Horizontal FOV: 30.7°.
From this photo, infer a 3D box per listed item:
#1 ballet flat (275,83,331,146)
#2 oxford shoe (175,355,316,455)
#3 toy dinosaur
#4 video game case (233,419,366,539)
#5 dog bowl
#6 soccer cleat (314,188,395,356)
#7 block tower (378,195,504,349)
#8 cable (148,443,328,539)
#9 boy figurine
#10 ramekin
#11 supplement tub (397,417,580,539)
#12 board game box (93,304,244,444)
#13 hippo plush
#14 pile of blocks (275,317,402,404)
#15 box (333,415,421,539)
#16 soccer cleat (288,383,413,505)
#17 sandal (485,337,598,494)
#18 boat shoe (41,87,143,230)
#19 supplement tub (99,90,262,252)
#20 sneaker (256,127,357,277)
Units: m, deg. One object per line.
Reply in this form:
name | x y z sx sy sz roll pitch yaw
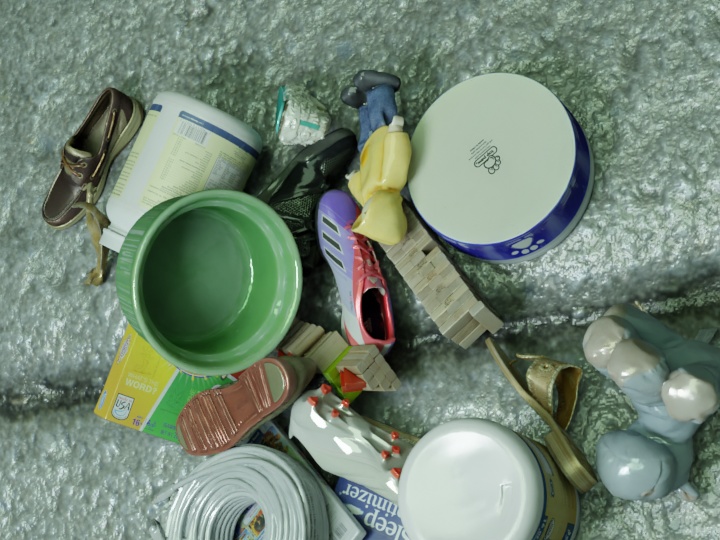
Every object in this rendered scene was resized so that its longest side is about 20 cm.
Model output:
ballet flat | -0.068 -0.176 1.538 0.071 0.200 0.073 -1 105 -4
oxford shoe | -0.126 0.152 1.452 0.199 0.074 0.071 -29 79 36
toy dinosaur | -0.319 -0.055 1.619 0.058 0.201 0.102 2 58 -6
video game case | -0.095 0.278 1.470 0.144 0.018 0.200 -52 53 9
dog bowl | 0.153 -0.113 1.452 0.198 0.079 0.202 -7 73 23
soccer cleat | 0.000 0.000 1.473 0.068 0.073 0.202 -8 81 -24
block tower | 0.078 0.000 1.449 0.058 0.054 0.200 -43 52 9
cable | -0.126 0.292 1.433 0.199 0.069 0.201 -37 57 18
boy figurine | 0.015 -0.117 1.464 0.124 0.064 0.202 -39 46 54
ramekin | -0.172 0.009 1.444 0.097 0.199 0.202 11 79 60
supplement tub | 0.134 0.230 1.298 0.143 0.200 0.146 -7 73 23
board game box | -0.201 0.096 1.517 0.040 0.152 0.202 11 80 60
hippo plush | 0.282 0.137 1.297 0.159 0.199 0.162 31 113 29
pile of blocks | -0.047 0.108 1.474 0.199 0.083 0.062 21 55 41
box | 0.021 0.274 1.434 0.120 0.032 0.202 18 85 27
soccer cleat | 0.007 0.203 1.412 0.199 0.069 0.078 36 127 18
sandal | 0.205 0.129 1.346 0.069 0.078 0.212 -38 44 10
boat shoe | -0.361 -0.148 1.699 0.072 0.072 0.201 37 93 28
supplement tub | -0.218 -0.099 1.580 0.144 0.145 0.202 23 86 28
sneaker | -0.057 -0.070 1.542 0.199 0.076 0.114 -46 74 1
